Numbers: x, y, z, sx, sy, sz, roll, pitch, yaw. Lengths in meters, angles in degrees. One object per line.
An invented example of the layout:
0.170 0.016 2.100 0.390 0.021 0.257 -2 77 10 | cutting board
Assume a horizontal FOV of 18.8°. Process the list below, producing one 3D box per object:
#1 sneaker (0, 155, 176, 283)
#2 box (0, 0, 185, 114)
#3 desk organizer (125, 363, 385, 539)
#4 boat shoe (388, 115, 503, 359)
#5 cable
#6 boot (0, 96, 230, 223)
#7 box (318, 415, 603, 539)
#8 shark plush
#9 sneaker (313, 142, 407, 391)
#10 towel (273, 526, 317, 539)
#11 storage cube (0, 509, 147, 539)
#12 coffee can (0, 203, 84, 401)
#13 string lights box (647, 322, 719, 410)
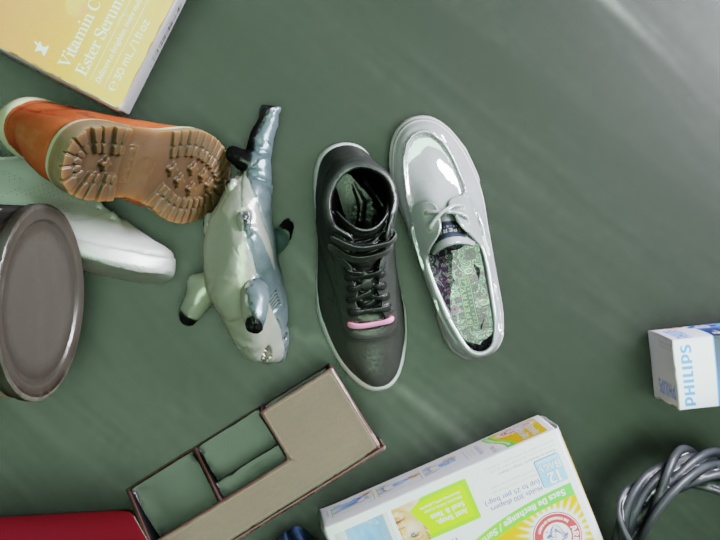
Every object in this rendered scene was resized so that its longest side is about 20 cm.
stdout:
-0.232 -0.053 1.709 0.200 0.075 0.089 19 78 -3 | sneaker
-0.237 -0.231 1.679 0.200 0.106 0.153 26 91 -4 | box
-0.085 0.158 1.722 0.200 0.072 0.077 -32 91 -2 | desk organizer
0.069 -0.025 1.723 0.072 0.069 0.201 -10 93 -3 | boat shoe
0.265 0.222 1.728 0.200 0.051 0.163 23 105 -34 | cable
-0.188 -0.092 1.679 0.107 0.200 0.075 24 97 38 | boot
0.080 0.206 1.717 0.200 0.101 0.113 -24 93 -2 | box
-0.088 -0.027 1.725 0.083 0.091 0.201 4 78 -45 | shark plush
0.000 0.000 1.705 0.071 0.099 0.201 -8 94 -5 | sneaker
-0.091 0.296 1.706 0.048 0.112 0.200 30 90 -11 | towel
-0.253 0.279 1.659 0.179 0.200 0.171 -3 92 -10 | storage cube
-0.328 0.020 1.634 0.199 0.146 0.147 3 92 18 | coffee can
0.337 0.069 1.725 0.199 0.103 0.059 -6 93 -3 | string lights box
